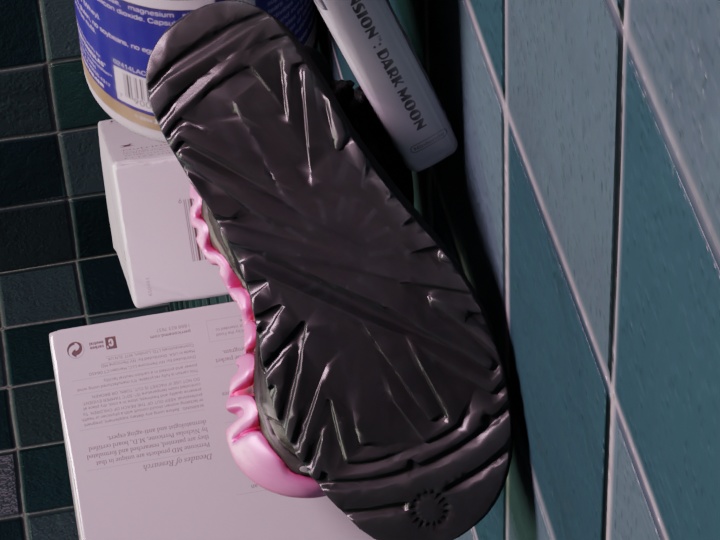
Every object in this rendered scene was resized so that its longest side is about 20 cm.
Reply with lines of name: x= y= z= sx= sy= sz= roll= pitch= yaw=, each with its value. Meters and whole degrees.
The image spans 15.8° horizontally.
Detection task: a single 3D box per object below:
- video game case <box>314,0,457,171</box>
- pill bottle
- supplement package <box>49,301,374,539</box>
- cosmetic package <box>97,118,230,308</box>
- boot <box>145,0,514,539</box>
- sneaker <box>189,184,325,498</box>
video game case: x=-0.036 y=-0.154 z=0.888 sx=0.182 sy=0.023 sz=0.200 roll=59 pitch=-176 yaw=-43
pill bottle: x=-0.078 y=-0.162 z=1.192 sx=0.200 sy=0.115 sz=0.116 roll=90 pitch=169 yaw=-50
supplement package: x=-0.068 y=0.129 z=1.331 sx=0.151 sy=0.151 sz=0.200 roll=108 pitch=152 yaw=-77
cosmetic package: x=-0.081 y=-0.041 z=1.408 sx=0.200 sy=0.113 sz=0.081 roll=-134 pitch=35 yaw=-76
boot: x=0.000 y=0.000 z=0.924 sx=0.200 sy=0.076 sz=0.168 roll=61 pitch=-173 yaw=7
sneaker: x=-0.025 y=0.001 z=1.223 sx=0.095 sy=0.079 sz=0.200 roll=-48 pitch=48 yaw=53
